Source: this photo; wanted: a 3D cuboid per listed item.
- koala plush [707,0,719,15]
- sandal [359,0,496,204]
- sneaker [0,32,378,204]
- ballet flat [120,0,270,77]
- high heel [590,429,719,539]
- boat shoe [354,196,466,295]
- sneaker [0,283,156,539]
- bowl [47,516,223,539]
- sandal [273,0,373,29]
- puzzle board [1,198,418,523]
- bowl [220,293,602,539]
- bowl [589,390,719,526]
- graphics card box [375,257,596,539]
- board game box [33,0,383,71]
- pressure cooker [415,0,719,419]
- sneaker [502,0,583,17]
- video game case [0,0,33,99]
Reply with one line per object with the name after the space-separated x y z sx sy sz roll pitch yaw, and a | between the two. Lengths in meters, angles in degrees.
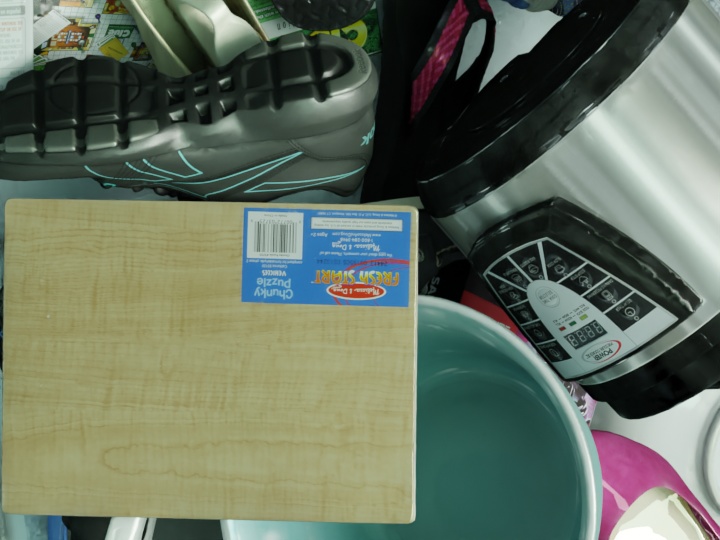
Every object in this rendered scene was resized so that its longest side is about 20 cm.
0.208 -0.073 1.472 0.176 0.184 0.201 15 100 -11 | koala plush
0.043 -0.103 1.435 0.075 0.045 0.201 -13 117 -51 | sandal
-0.088 -0.057 1.300 0.198 0.076 0.080 -5 133 0 | sneaker
-0.090 -0.147 1.320 0.069 0.069 0.201 -39 120 -13 | ballet flat
0.178 0.163 1.489 0.067 0.096 0.200 -42 125 -4 | high heel
0.000 0.000 1.375 0.199 0.072 0.063 -6 81 -37 | boat shoe
-0.149 0.076 1.355 0.111 0.073 0.201 12 74 2 | sneaker
-0.076 0.127 1.455 0.199 0.039 0.202 -9 109 -27 | bowl
-0.040 -0.210 1.331 0.075 0.045 0.201 -7 129 15 | sandal
-0.072 0.043 1.296 0.198 0.017 0.152 1 91 3 | puzzle board
0.041 0.110 1.345 0.105 0.200 0.202 -3 110 -64 | bowl
0.216 0.090 1.579 0.200 0.090 0.203 -10 111 -27 | bowl
0.066 0.079 1.482 0.125 0.051 0.201 27 77 -39 | graphics card box
-0.085 -0.135 1.378 0.199 0.023 0.105 -18 111 -23 | board game box
0.149 -0.027 1.326 0.178 0.176 0.200 -41 101 7 | pressure cooker
0.133 -0.220 1.425 0.085 0.077 0.201 23 82 -23 | sneaker
-0.251 -0.146 1.270 0.199 0.023 0.184 -5 108 -21 | video game case
